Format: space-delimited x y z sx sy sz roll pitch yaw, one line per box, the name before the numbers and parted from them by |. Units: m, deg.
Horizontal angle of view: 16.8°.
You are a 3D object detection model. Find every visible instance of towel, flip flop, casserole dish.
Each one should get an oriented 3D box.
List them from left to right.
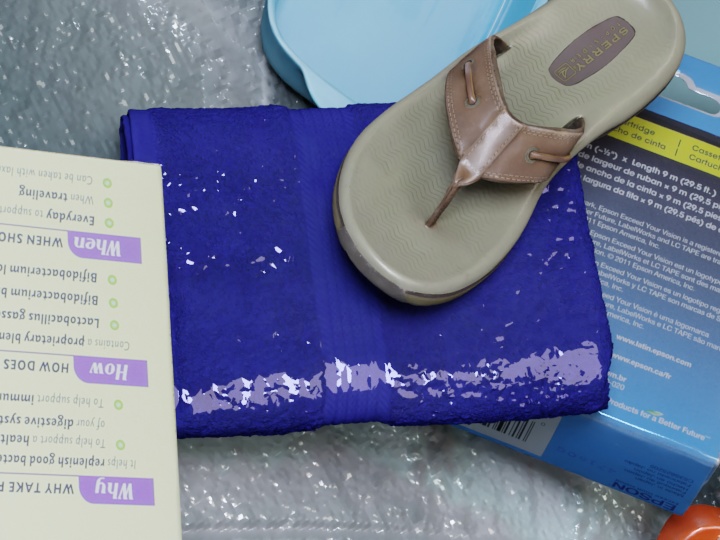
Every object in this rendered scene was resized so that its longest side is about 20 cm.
towel | 0.000 0.000 1.028 0.200 0.050 0.148 -2 68 -13
casserole dish | 0.023 -0.135 1.128 0.121 0.039 0.200 34 58 -13
flip flop | 0.066 -0.064 1.011 0.200 0.058 0.081 -39 79 -25

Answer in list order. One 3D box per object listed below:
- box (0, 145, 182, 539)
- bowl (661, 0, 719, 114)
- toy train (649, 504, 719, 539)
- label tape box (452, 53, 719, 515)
box | -0.167 0.057 0.904 0.176 0.097 0.200 6 72 -35
bowl | 0.243 -0.108 1.245 0.201 0.105 0.201 11 71 -33
toy train | 0.218 0.121 1.152 0.200 0.056 0.150 8 115 -19
label tape box | 0.116 -0.008 1.112 0.143 0.066 0.200 21 59 3
